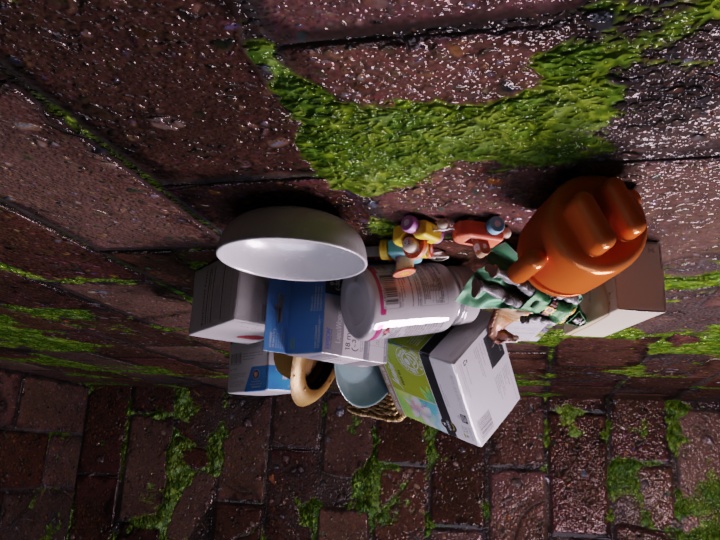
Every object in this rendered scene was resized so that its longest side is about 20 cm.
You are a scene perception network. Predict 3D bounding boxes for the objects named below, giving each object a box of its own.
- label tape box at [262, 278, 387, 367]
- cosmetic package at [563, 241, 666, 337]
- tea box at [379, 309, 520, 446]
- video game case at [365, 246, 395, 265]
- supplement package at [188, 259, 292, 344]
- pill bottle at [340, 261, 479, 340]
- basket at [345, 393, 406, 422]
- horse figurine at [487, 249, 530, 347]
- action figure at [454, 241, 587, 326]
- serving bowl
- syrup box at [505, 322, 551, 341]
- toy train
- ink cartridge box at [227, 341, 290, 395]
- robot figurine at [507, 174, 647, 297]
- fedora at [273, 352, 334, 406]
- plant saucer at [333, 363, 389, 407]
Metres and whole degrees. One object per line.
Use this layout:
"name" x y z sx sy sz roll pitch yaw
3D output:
"label tape box" -0.048 0.070 1.113 0.200 0.145 0.063 14 161 -36
"cosmetic package" 0.373 0.033 1.050 0.073 0.104 0.200 3 164 -3
"tea box" 0.145 0.167 1.219 0.197 0.134 0.200 14 136 45
"video game case" 0.000 0.000 1.158 0.143 0.017 0.200 -2 164 18
"supplement package" -0.194 0.050 1.181 0.121 0.120 0.200 13 162 -31
"pill bottle" 0.080 0.044 1.084 0.200 0.114 0.113 -3 169 -27
"basket" 0.061 0.219 1.467 0.143 0.149 0.200 -15 -177 -34
"horse figurine" 0.246 0.031 1.060 0.132 0.050 0.200 -8 132 17
"action figure" 0.250 0.040 1.002 0.200 0.055 0.118 19 129 -25
"serving bowl" -0.089 -0.042 0.936 0.200 0.066 0.200 2 164 1
"syrup box" 0.291 0.070 1.243 0.081 0.079 0.200 1 164 5
"toy train" 0.109 -0.026 0.975 0.150 0.056 0.200 9 163 -19
"ink cartridge box" -0.180 0.133 1.331 0.086 0.200 0.146 13 162 -37
"robot figurine" 0.251 -0.035 0.804 0.116 0.144 0.200 26 164 3
"fedora" -0.093 0.130 1.210 0.082 0.201 0.201 15 170 24
"plant saucer" 0.006 0.141 1.246 0.039 0.201 0.201 5 169 38
